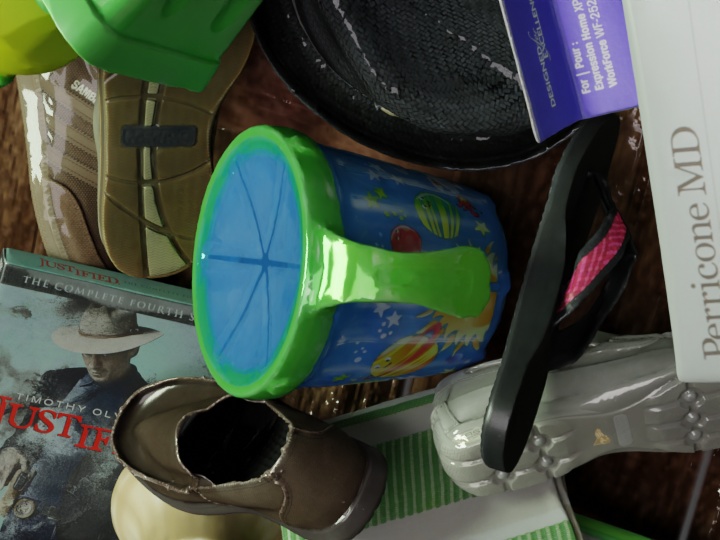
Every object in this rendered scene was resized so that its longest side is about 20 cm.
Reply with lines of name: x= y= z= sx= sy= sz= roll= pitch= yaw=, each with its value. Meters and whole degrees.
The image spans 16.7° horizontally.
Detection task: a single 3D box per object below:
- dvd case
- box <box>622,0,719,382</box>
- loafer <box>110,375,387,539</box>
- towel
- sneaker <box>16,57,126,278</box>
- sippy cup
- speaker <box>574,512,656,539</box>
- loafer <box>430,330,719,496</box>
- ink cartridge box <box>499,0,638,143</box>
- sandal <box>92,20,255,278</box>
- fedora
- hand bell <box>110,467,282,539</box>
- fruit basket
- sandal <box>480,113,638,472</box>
dvd case: x=-0.153 y=0.089 z=1.362 sx=0.145 sy=0.022 sz=0.201 roll=14 pitch=117 yaw=-15
box: x=0.231 y=-0.075 z=1.086 sx=0.170 sy=0.200 sz=0.200 roll=-4 pitch=105 yaw=27
loafer: x=-0.068 y=0.084 z=1.259 sx=0.199 sy=0.073 sz=0.071 roll=6 pitch=154 yaw=49
towel: x=0.040 y=0.146 z=1.236 sx=0.152 sy=0.201 sz=0.023 roll=-15 pitch=142 yaw=-1
sneaker: x=-0.136 y=-0.070 z=1.326 sx=0.075 sy=0.070 sz=0.201 roll=-7 pitch=105 yaw=19
sippy cup: x=0.000 y=0.000 z=1.240 sx=0.140 sy=0.130 sz=0.178 roll=-67 pitch=32 yaw=32
speaker: x=0.104 y=0.166 z=1.281 sx=0.199 sy=0.088 sz=0.089 roll=17 pitch=112 yaw=19
loafer: x=0.132 y=0.056 z=1.230 sx=0.199 sy=0.070 sz=0.070 roll=-11 pitch=135 yaw=1
ink cartridge box: x=0.105 y=-0.175 z=1.112 sx=0.043 sy=0.200 sz=0.199 roll=-11 pitch=101 yaw=28
sandal: x=-0.102 y=-0.094 z=1.282 sx=0.080 sy=0.054 sz=0.201 roll=3 pitch=115 yaw=-14
fedora: x=0.039 y=-0.127 z=1.183 sx=0.199 sy=0.092 sz=0.202 roll=0 pitch=111 yaw=0
hand bell: x=-0.088 y=0.186 z=1.294 sx=0.103 sy=0.200 sz=0.105 roll=0 pitch=121 yaw=0
fruit basket: x=-0.153 y=-0.164 z=1.170 sx=0.214 sy=0.155 sz=0.217 roll=-1 pitch=87 yaw=22
sandal: x=0.105 y=0.012 z=1.193 sx=0.045 sy=0.201 sz=0.075 roll=10 pitch=148 yaw=16
